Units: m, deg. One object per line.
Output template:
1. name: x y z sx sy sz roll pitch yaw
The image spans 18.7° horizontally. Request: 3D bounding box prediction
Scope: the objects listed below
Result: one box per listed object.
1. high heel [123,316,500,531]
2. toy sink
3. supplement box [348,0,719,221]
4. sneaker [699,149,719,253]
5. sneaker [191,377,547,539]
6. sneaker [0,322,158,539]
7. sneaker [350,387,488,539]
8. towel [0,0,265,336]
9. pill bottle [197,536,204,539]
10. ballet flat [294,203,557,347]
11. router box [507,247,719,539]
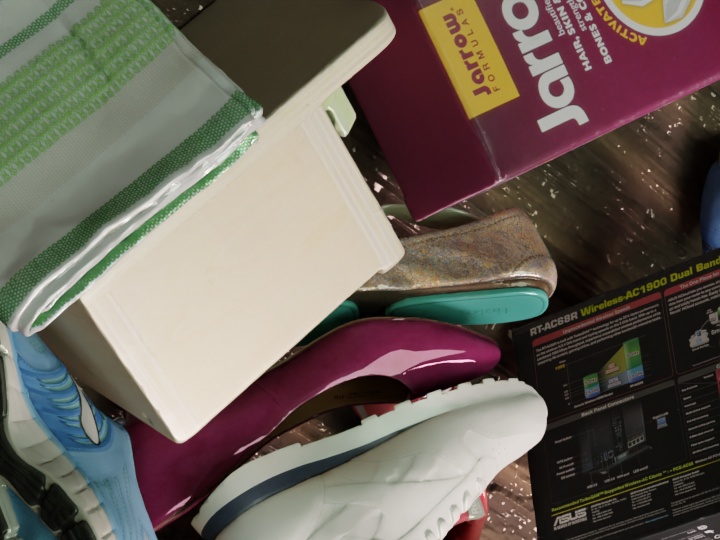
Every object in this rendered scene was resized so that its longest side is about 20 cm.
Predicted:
1. high heel: -0.023 0.080 1.102 0.200 0.067 0.096 -6 67 -4
2. toy sink: -0.066 -0.032 1.045 0.200 0.130 0.112 -43 124 -17
3. supplement box: 0.097 -0.128 1.116 0.200 0.103 0.131 -27 92 -26
4. sneaker: 0.285 -0.042 1.332 0.200 0.066 0.078 -6 120 -33
5. sneaker: 0.017 0.117 1.088 0.200 0.081 0.076 -22 155 -26
6. sneaker: -0.155 0.076 1.013 0.078 0.200 0.090 -35 164 22
7. sneaker: 0.043 0.099 1.189 0.074 0.087 0.200 -12 111 -32
8. towel: -0.159 -0.087 0.945 0.149 0.031 0.200 -42 81 -19
9. pill bottle: -0.094 0.218 1.115 0.200 0.116 0.116 -37 123 -20
10. ballet flat: 0.000 0.000 1.134 0.200 0.068 0.067 -5 67 -9
11. router box: 0.184 0.074 1.179 0.062 0.200 0.150 30 46 -47
